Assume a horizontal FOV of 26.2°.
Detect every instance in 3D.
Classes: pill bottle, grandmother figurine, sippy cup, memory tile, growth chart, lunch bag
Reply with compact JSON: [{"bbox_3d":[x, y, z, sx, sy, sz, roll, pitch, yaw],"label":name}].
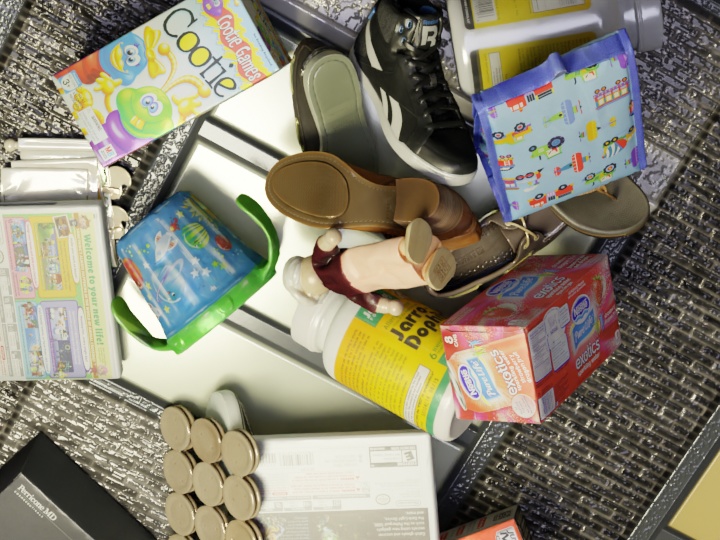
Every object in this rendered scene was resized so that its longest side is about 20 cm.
[{"bbox_3d":[0.187,-0.238,1.501,0.199,0.112,0.113,-9,109,4],"label":"pill bottle"},{"bbox_3d":[0.000,0.000,1.505,0.199,0.061,0.122,-8,124,45],"label":"grandmother figurine"},{"bbox_3d":[-0.176,-0.006,1.584,0.178,0.140,0.131,-40,95,-13],"label":"sippy cup"},{"bbox_3d":[-0.159,0.253,1.671,0.153,0.017,0.201,13,110,42],"label":"memory tile"},{"bbox_3d":[-0.316,-0.048,1.623,0.144,0.018,0.201,9,109,-3],"label":"growth chart"},{"bbox_3d":[0.182,-0.143,1.431,0.150,0.200,0.094,-22,69,0],"label":"lunch bag"},{"bbox_3d":[0.033,0.081,1.587,0.199,0.113,0.113,29,109,20],"label":"pill bottle"}]

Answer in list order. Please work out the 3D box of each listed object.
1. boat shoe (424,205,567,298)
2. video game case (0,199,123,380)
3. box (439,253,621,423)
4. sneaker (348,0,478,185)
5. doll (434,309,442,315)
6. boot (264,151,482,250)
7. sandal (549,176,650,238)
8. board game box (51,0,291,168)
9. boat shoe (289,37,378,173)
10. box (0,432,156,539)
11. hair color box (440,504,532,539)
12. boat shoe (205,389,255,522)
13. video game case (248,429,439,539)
[{"bbox_3d":[0.150,-0.035,1.599,0.199,0.060,0.072,-31,106,11],"label":"boat shoe"},{"bbox_3d":[-0.350,0.023,1.629,0.181,0.022,0.201,-1,113,4],"label":"video game case"},{"bbox_3d":[0.169,0.062,1.505,0.095,0.200,0.100,0,111,33],"label":"box"},{"bbox_3d":[0.059,-0.184,1.474,0.073,0.200,0.112,-15,147,-33],"label":"sneaker"},{"bbox_3d":[0.127,0.086,1.647,0.200,0.048,0.137,-37,104,12],"label":"doll"},{"bbox_3d":[0.017,-0.058,1.540,0.199,0.155,0.074,12,84,23],"label":"boot"},{"bbox_3d":[0.206,-0.110,1.548,0.082,0.055,0.200,-42,86,-8],"label":"sandal"},{"bbox_3d":[-0.182,-0.198,1.517,0.199,0.103,0.105,-28,99,9],"label":"board game box"},{"bbox_3d":[-0.029,-0.139,1.563,0.071,0.061,0.202,-20,127,-18],"label":"boat shoe"},{"bbox_3d":[-0.352,0.319,1.705,0.182,0.104,0.200,-40,104,14],"label":"box"},{"bbox_3d":[0.090,0.325,1.698,0.199,0.101,0.062,-23,87,9],"label":"hair color box"},{"bbox_3d":[-0.122,0.223,1.695,0.063,0.071,0.201,-15,102,-28],"label":"boat shoe"},{"bbox_3d":[-0.017,0.261,1.640,0.199,0.023,0.183,-3,98,9],"label":"video game case"}]
